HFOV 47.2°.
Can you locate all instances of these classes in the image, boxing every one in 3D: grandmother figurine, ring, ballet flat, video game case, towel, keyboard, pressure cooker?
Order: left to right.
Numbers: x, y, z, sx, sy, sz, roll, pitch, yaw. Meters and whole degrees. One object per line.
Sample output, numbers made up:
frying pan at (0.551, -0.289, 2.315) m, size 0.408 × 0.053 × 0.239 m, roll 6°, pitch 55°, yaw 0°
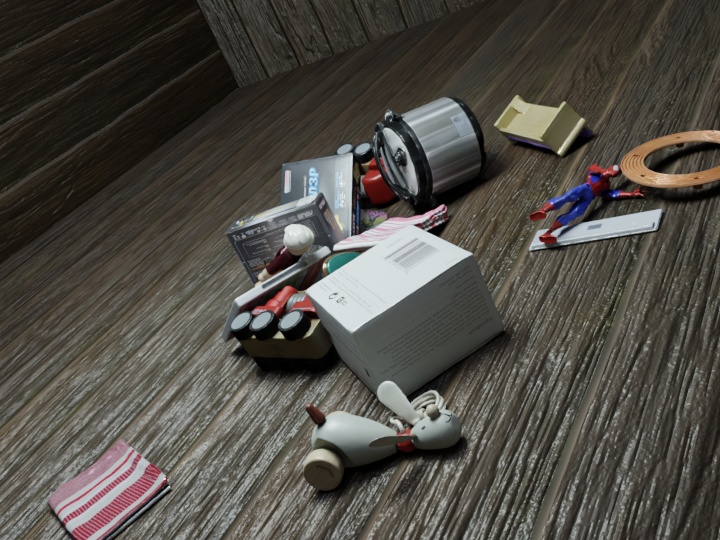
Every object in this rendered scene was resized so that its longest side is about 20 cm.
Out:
towel at (-0.369, 0.324, 1.200) m, size 0.144 × 0.023 × 0.199 m, roll -39°, pitch 26°, yaw -25°
video game case at (-0.146, 0.041, 1.426) m, size 0.199 × 0.017 × 0.143 m, roll -32°, pitch -14°, yaw -31°
grandmother figurine at (-0.126, -0.019, 1.434) m, size 0.122 × 0.060 × 0.200 m, roll -55°, pitch 1°, yaw -33°
ballet flat at (-0.045, -0.086, 1.647) m, size 0.198 × 0.072 × 0.069 m, roll -23°, pitch 27°, yaw 8°
ballet flat at (0.000, 0.000, 1.376) m, size 0.199 × 0.068 × 0.072 m, roll -16°, pitch -7°, yaw -43°
towel at (0.057, -0.075, 1.499) m, size 0.145 × 0.030 × 0.199 m, roll -9°, pitch 11°, yaw 36°
pressure cooker at (0.124, -0.233, 1.614) m, size 0.199 × 0.180 × 0.176 m, roll -25°, pitch 42°, yaw -16°
keyboard at (0.354, -0.061, 1.251) m, size 0.198 × 0.011 × 0.056 m, roll -9°, pitch 24°, yaw 35°
ring at (0.505, -0.168, 1.269) m, size 0.198 × 0.019 × 0.201 m, roll -13°, pitch 26°, yaw 6°

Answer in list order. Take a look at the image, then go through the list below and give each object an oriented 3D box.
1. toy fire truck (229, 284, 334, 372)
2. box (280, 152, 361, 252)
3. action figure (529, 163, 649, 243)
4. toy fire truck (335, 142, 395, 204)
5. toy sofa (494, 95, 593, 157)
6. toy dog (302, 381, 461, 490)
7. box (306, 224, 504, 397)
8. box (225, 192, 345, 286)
toy fire truck at (-0.083, 0.068, 1.335) m, size 0.175 × 0.129 × 0.201 m, roll -5°, pitch 41°, yaw 41°
box at (-0.079, -0.119, 1.609) m, size 0.157 × 0.046 × 0.202 m, roll -5°, pitch 73°, yaw 23°
action figure at (0.363, -0.115, 1.274) m, size 0.200 × 0.066 × 0.099 m, roll -37°, pitch 19°, yaw -31°
toy fire truck at (-0.011, -0.185, 1.737) m, size 0.175 × 0.129 × 0.201 m, roll 3°, pitch 47°, yaw 35°
toy sofa at (0.360, -0.278, 1.627) m, size 0.083 × 0.097 × 0.200 m, roll -53°, pitch 25°, yaw 1°
toy dog at (0.012, 0.184, 0.990) m, size 0.199 × 0.097 × 0.132 m, roll -26°, pitch 23°, yaw 3°
box at (0.058, 0.055, 1.164) m, size 0.199 × 0.131 × 0.199 m, roll -32°, pitch 24°, yaw -11°
box at (-0.128, -0.042, 1.532) m, size 0.198 × 0.159 × 0.048 m, roll -16°, pitch 26°, yaw 24°
